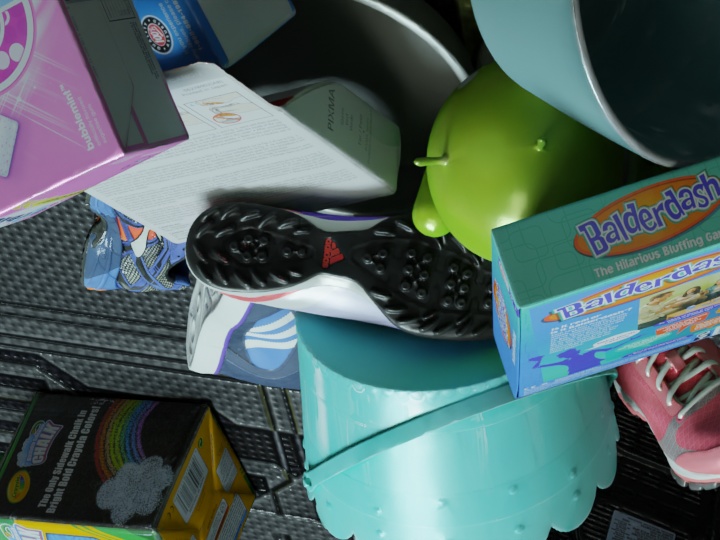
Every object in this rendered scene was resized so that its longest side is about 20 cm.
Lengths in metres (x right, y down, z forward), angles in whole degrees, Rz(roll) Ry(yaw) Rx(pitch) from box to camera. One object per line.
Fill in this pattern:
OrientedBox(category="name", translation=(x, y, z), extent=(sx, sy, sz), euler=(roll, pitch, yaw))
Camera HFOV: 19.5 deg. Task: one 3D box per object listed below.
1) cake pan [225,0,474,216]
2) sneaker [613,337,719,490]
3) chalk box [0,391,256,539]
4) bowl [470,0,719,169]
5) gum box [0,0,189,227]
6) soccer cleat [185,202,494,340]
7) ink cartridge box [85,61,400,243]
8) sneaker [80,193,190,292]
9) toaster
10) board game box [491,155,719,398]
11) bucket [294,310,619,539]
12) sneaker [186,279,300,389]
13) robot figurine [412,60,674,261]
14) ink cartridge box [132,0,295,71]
OrientedBox(category="cake pan", translation=(-0.018, -0.110, 1.242), extent=(0.200, 0.037, 0.200), euler=(13, 143, 10))
OrientedBox(category="sneaker", translation=(0.188, 0.065, 1.269), extent=(0.087, 0.074, 0.200), euler=(55, 176, -23))
OrientedBox(category="chalk box", translation=(-0.205, 0.180, 1.627), extent=(0.200, 0.125, 0.124), euler=(2, 140, 25))
OrientedBox(category="bowl", translation=(0.126, -0.154, 1.015), extent=(0.105, 0.201, 0.201), euler=(11, 147, 45))
OrientedBox(category="gum box", translation=(-0.183, -0.132, 1.059), extent=(0.113, 0.066, 0.200), euler=(-23, 89, 28))
OrientedBox(category="soccer cleat", translation=(0.000, 0.000, 1.220), extent=(0.200, 0.068, 0.073), euler=(9, 175, 6))
OrientedBox(category="ink cartridge box", translation=(-0.094, -0.080, 1.176), extent=(0.161, 0.050, 0.200), euler=(-12, 154, 28))
OrientedBox(category="sneaker", translation=(-0.134, -0.049, 1.359), extent=(0.078, 0.075, 0.200), euler=(12, 152, -3))
OrientedBox(category="toaster", translation=(0.171, 0.168, 1.385), extent=(0.200, 0.181, 0.119), euler=(21, 145, -2))
OrientedBox(category="board game box", translation=(0.144, 0.003, 1.068), extent=(0.152, 0.045, 0.200), euler=(-17, 164, -2))
OrientedBox(category="bucket", translation=(0.057, 0.069, 1.279), extent=(0.207, 0.207, 0.135), euler=(5, 129, 20))
OrientedBox(category="sneaker", translation=(-0.028, 0.014, 1.366), extent=(0.146, 0.081, 0.200), euler=(6, 149, -13))
OrientedBox(category="robot figurine", translation=(0.114, -0.054, 1.140), extent=(0.175, 0.116, 0.200), euler=(-11, 170, 33))
OrientedBox(category="ink cartridge box", translation=(-0.159, -0.164, 1.170), extent=(0.200, 0.084, 0.146), euler=(-15, 112, 38))
